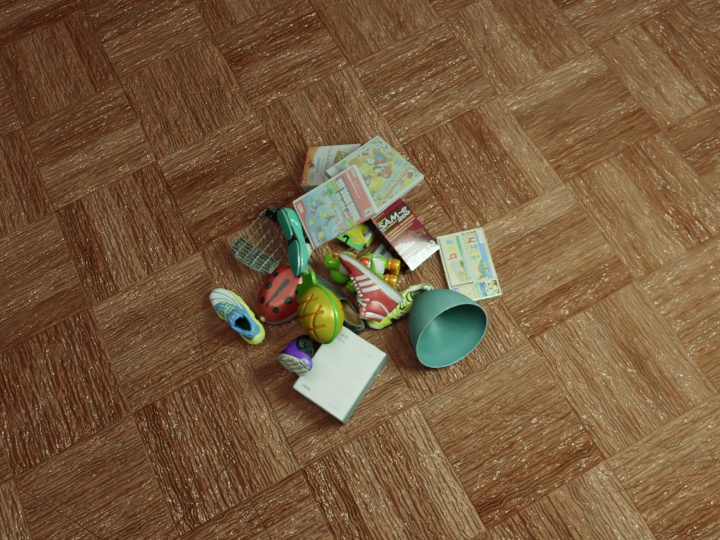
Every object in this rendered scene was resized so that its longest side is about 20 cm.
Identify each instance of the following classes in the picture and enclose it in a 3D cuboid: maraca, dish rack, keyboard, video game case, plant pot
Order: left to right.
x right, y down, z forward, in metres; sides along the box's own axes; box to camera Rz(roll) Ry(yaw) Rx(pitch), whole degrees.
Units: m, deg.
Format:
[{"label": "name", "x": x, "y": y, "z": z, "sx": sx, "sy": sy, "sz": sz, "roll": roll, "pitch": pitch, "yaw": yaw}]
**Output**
[{"label": "dish rack", "x": -0.249, "y": -0.081, "z": 1.674, "sx": 0.153, "sy": 0.055, "sz": 0.200, "roll": 32, "pitch": 65, "yaw": 15}, {"label": "maraca", "x": -0.109, "y": 0.092, "z": 1.525, "sx": 0.107, "sy": 0.137, "sz": 0.200, "roll": -3, "pitch": 48, "yaw": -39}, {"label": "video game case", "x": -0.067, "y": -0.164, "z": 1.582, "sx": 0.200, "sy": 0.017, "sz": 0.143, "roll": -29, "pitch": 80, "yaw": 18}, {"label": "video game case", "x": 0.039, "y": -0.254, "z": 1.627, "sx": 0.200, "sy": 0.023, "sz": 0.182, "roll": -38, "pitch": 73, "yaw": -25}, {"label": "keyboard", "x": 0.070, "y": -0.047, "z": 1.681, "sx": 0.056, "sy": 0.011, "sz": 0.200, "roll": 34, "pitch": 77, "yaw": 20}, {"label": "plant pot", "x": 0.197, "y": 0.124, "z": 1.531, "sx": 0.200, "sy": 0.200, "sz": 0.135, "roll": -30, "pitch": 42, "yaw": -6}]

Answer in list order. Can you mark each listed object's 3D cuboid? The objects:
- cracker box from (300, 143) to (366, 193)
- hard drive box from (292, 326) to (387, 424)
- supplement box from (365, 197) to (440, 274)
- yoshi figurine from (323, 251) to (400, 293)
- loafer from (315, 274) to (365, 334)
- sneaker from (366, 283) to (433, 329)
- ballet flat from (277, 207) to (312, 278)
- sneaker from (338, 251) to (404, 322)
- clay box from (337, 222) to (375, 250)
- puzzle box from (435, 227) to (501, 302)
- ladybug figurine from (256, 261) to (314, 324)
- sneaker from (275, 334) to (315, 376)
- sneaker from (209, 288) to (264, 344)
[{"label": "cracker box", "x": -0.060, "y": -0.285, "z": 1.720, "sx": 0.199, "sy": 0.058, "sz": 0.134, "roll": 0, "pitch": 64, "yaw": 18}, {"label": "hard drive box", "x": -0.050, "y": 0.261, "z": 1.546, "sx": 0.156, "sy": 0.077, "sz": 0.200, "roll": 32, "pitch": 76, "yaw": 14}, {"label": "supplement box", "x": 0.108, "y": -0.103, "z": 1.639, "sx": 0.109, "sy": 0.061, "sz": 0.200, "roll": -39, "pitch": 88, "yaw": -14}, {"label": "yoshi figurine", "x": 0.001, "y": 0.004, "z": 1.628, "sx": 0.199, "sy": 0.112, "sz": 0.112, "roll": 12, "pitch": 103, "yaw": 6}, {"label": "loafer", "x": -0.060, "y": 0.082, "z": 1.591, "sx": 0.200, "sy": 0.072, "sz": 0.073, "roll": 42, "pitch": 72, "yaw": 3}, {"label": "sneaker", "x": 0.102, "y": 0.085, "z": 1.596, "sx": 0.200, "sy": 0.076, "sz": 0.076, "roll": -30, "pitch": 73, "yaw": -5}, {"label": "ballet flat", "x": -0.162, "y": -0.078, "z": 1.616, "sx": 0.070, "sy": 0.067, "sz": 0.201, "roll": -5, "pitch": 69, "yaw": -34}, {"label": "sneaker", "x": 0.001, "y": 0.049, "z": 1.541, "sx": 0.200, "sy": 0.071, "sz": 0.113, "roll": 39, "pitch": 96, "yaw": -3}, {"label": "clay box", "x": 0.011, "y": -0.153, "z": 1.700, "sx": 0.115, "sy": 0.048, "sz": 0.200, "roll": 32, "pitch": 77, "yaw": 16}, {"label": "puzzle box", "x": 0.289, "y": -0.011, "z": 1.641, "sx": 0.133, "sy": 0.025, "sz": 0.201, "roll": -13, "pitch": 70, "yaw": 1}, {"label": "ladybug figurine", "x": -0.202, "y": 0.055, "z": 1.632, "sx": 0.136, "sy": 0.072, "sz": 0.200, "roll": 32, "pitch": 76, "yaw": 14}, {"label": "sneaker", "x": -0.149, "y": 0.202, "z": 1.519, "sx": 0.070, "sy": 0.200, "sz": 0.100, "roll": 47, "pitch": 72, "yaw": -12}, {"label": "sneaker", "x": -0.331, "y": 0.108, "z": 1.606, "sx": 0.200, "sy": 0.105, "sz": 0.076, "roll": 39, "pitch": 78, "yaw": 15}]
